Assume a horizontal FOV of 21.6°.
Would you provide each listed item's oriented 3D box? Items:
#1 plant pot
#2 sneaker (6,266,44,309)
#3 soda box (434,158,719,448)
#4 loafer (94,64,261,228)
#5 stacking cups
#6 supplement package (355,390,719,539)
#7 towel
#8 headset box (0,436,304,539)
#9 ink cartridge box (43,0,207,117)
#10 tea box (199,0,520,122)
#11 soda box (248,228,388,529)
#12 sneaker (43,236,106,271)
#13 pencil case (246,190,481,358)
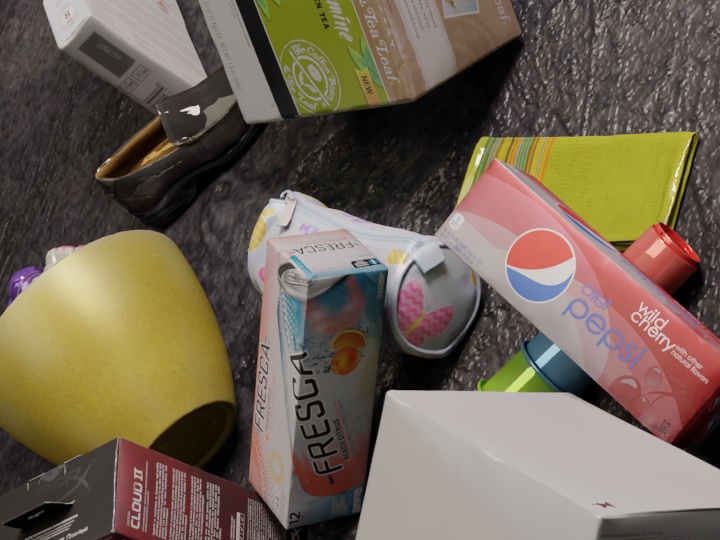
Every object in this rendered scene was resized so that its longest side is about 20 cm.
[{"bbox_3d":[-0.177,0.090,1.461,0.142,0.200,0.200,45,105,24],"label":"plant pot"},{"bbox_3d":[-0.261,0.058,1.579,0.083,0.200,0.081,42,60,16],"label":"sneaker"},{"bbox_3d":[0.142,0.020,1.141,0.200,0.070,0.063,43,101,23],"label":"soda box"},{"bbox_3d":[-0.147,-0.123,1.620,0.200,0.072,0.073,-48,39,17],"label":"loafer"},{"bbox_3d":[0.135,0.050,1.213,0.200,0.060,0.061,-48,40,13],"label":"stacking cups"},{"bbox_3d":[0.103,0.191,1.046,0.191,0.147,0.201,27,110,51],"label":"supplement package"},{"bbox_3d":[0.141,-0.055,1.295,0.200,0.018,0.086,2,71,49],"label":"towel"},{"bbox_3d":[-0.160,0.197,1.344,0.148,0.200,0.075,-27,50,36],"label":"headset box"},{"bbox_3d":[-0.217,-0.225,1.690,0.057,0.162,0.200,-46,41,13],"label":"ink cartridge box"},{"bbox_3d":[-0.018,-0.232,1.398,0.196,0.201,0.134,-4,23,48],"label":"tea box"},{"bbox_3d":[-0.031,0.076,1.303,0.068,0.063,0.201,43,135,51],"label":"soda box"},{"bbox_3d":[-0.223,0.025,1.624,0.200,0.074,0.088,-5,65,53],"label":"sneaker"},{"bbox_3d":[0.000,0.000,1.369,0.200,0.083,0.091,21,118,51],"label":"pencil case"}]
